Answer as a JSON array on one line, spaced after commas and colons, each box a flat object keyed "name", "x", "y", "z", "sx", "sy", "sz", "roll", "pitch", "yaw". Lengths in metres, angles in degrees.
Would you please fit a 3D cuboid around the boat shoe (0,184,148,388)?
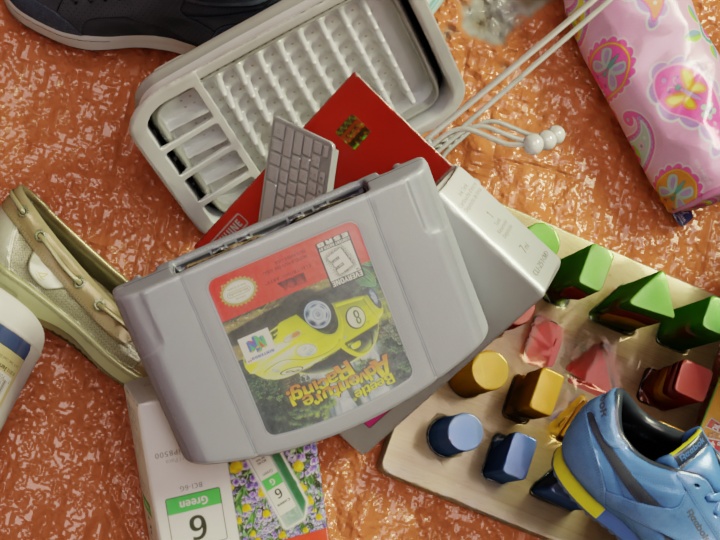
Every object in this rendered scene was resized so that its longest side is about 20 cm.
[{"name": "boat shoe", "x": -0.151, "y": 0.024, "z": 1.340, "sx": 0.200, "sy": 0.073, "sz": 0.063, "roll": 34, "pitch": 103, "yaw": 0}]

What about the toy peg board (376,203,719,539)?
[{"name": "toy peg board", "x": 0.141, "y": 0.072, "z": 1.395, "sx": 0.199, "sy": 0.098, "sz": 0.201, "roll": 22, "pitch": 77, "yaw": -9}]

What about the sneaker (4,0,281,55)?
[{"name": "sneaker", "x": -0.136, "y": -0.200, "z": 1.327, "sx": 0.200, "sy": 0.147, "sz": 0.077, "roll": 10, "pitch": 61, "yaw": 8}]

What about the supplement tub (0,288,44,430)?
[{"name": "supplement tub", "x": -0.292, "y": 0.091, "z": 1.265, "sx": 0.144, "sy": 0.144, "sz": 0.201, "roll": 28, "pitch": 76, "yaw": -8}]

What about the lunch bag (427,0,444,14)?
[{"name": "lunch bag", "x": -0.024, "y": -0.240, "z": 1.413, "sx": 0.199, "sy": 0.077, "sz": 0.161, "roll": 36, "pitch": 79, "yaw": -5}]

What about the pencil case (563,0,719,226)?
[{"name": "pencil case", "x": 0.207, "y": -0.137, "z": 1.453, "sx": 0.087, "sy": 0.087, "sz": 0.201, "roll": -29, "pitch": 90, "yaw": -16}]

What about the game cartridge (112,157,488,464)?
[{"name": "game cartridge", "x": -0.030, "y": 0.031, "z": 1.244, "sx": 0.199, "sy": 0.041, "sz": 0.134, "roll": -24, "pitch": 114, "yaw": -3}]

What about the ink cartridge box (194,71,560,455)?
[{"name": "ink cartridge box", "x": 0.000, "y": 0.000, "z": 1.327, "sx": 0.173, "sy": 0.200, "sz": 0.044, "roll": 42, "pitch": 39, "yaw": -5}]

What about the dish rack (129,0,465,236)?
[{"name": "dish rack", "x": -0.042, "y": -0.114, "z": 1.340, "sx": 0.199, "sy": 0.172, "sz": 0.044, "roll": -28, "pitch": 56, "yaw": 3}]

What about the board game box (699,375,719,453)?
[{"name": "board game box", "x": 0.260, "y": 0.068, "z": 1.425, "sx": 0.030, "sy": 0.096, "sz": 0.201, "roll": 17, "pitch": 76, "yaw": 16}]

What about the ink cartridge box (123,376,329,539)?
[{"name": "ink cartridge box", "x": -0.077, "y": 0.158, "z": 1.320, "sx": 0.108, "sy": 0.050, "sz": 0.202, "roll": -12, "pitch": 107, "yaw": -15}]

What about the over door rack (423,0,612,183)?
[{"name": "over door rack", "x": 0.116, "y": -0.122, "z": 1.355, "sx": 0.066, "sy": 0.148, "sz": 0.200, "roll": 39, "pitch": 102, "yaw": 4}]

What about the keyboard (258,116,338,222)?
[{"name": "keyboard", "x": -0.049, "y": 0.006, "z": 1.337, "sx": 0.011, "sy": 0.056, "sz": 0.202, "roll": -17, "pitch": 123, "yaw": -48}]

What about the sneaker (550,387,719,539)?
[{"name": "sneaker", "x": 0.213, "y": 0.153, "z": 1.317, "sx": 0.200, "sy": 0.079, "sz": 0.066, "roll": 40, "pitch": 37, "yaw": 5}]
